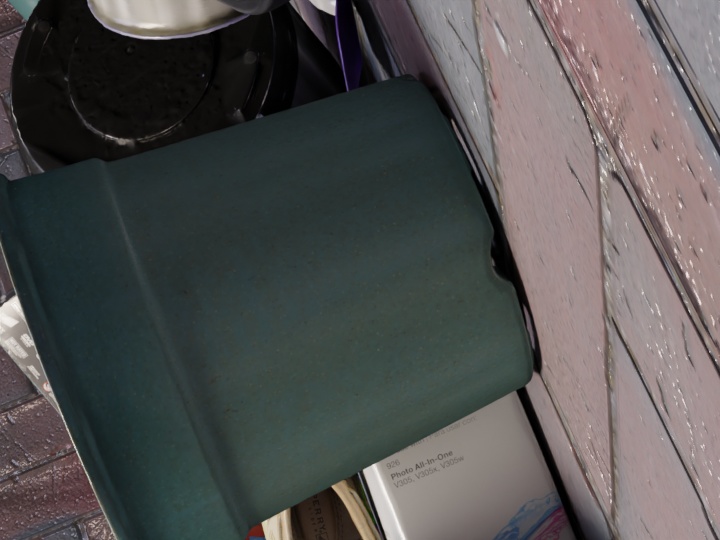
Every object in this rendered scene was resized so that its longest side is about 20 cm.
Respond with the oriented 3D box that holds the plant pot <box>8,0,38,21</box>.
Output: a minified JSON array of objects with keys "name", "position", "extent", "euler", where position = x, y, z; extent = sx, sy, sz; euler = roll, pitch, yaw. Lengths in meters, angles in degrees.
[{"name":"plant pot","position":[-0.167,-0.237,1.546],"extent":[0.162,0.200,0.201],"euler":[57,179,-12]}]

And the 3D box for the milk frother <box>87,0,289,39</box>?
[{"name":"milk frother","position":[-0.134,-0.195,1.091],"extent":[0.181,0.198,0.189],"euler":[-122,14,-50]}]

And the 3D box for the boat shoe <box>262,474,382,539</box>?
[{"name":"boat shoe","position":[-0.007,0.186,1.123],"extent":[0.065,0.071,0.202],"euler":[-132,22,-81]}]

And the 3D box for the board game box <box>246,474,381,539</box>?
[{"name":"board game box","position":[-0.033,0.125,1.280],"extent":[0.105,0.102,0.201],"euler":[109,163,-44]}]

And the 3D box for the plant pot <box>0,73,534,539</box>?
[{"name":"plant pot","position":[-0.038,0.017,0.984],"extent":[0.200,0.195,0.202],"euler":[159,90,-86]}]

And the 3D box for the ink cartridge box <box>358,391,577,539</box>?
[{"name":"ink cartridge box","position":[0.062,0.147,1.116],"extent":[0.145,0.087,0.201],"euler":[126,121,-85]}]

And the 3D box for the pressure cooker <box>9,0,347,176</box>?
[{"name":"pressure cooker","position":[-0.089,-0.081,1.285],"extent":[0.200,0.177,0.178],"euler":[43,-132,-66]}]

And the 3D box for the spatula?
[{"name":"spatula","position":[-0.022,-0.148,1.168],"extent":[0.200,0.020,0.057],"euler":[-115,11,-57]}]

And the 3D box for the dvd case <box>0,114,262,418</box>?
[{"name":"dvd case","position":[-0.086,0.027,1.187],"extent":[0.146,0.199,0.022],"euler":[51,-156,-14]}]
